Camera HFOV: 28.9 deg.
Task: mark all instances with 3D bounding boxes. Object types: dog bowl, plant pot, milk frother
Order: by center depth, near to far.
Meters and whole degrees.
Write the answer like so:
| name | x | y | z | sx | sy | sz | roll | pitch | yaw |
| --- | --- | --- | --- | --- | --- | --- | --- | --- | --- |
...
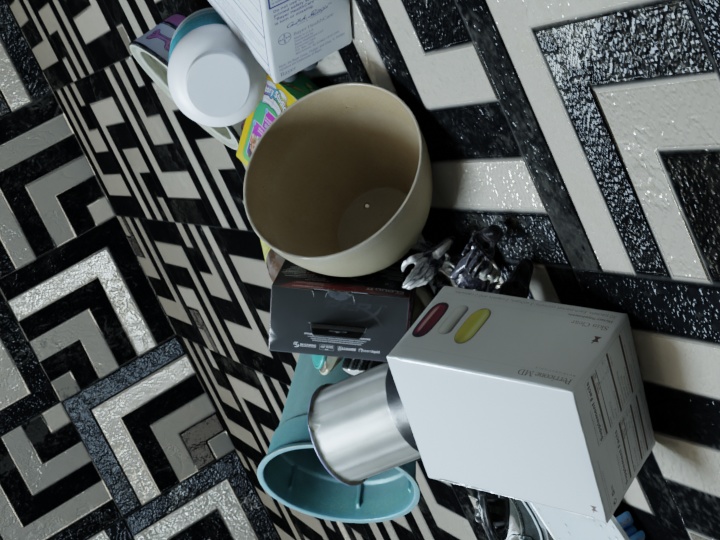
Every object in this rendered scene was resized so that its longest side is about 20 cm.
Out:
| name | x | y | z | sx | sy | sz | roll | pitch | yaw |
| --- | --- | --- | --- | --- | --- | --- | --- | --- | --- |
| plant pot | -0.006 | -0.074 | 1.459 | 0.201 | 0.200 | 0.135 | 49 | 180 | 35 |
| milk frother | 0.063 | 0.199 | 1.497 | 0.180 | 0.187 | 0.202 | 40 | -140 | -33 |
| plant pot | -0.012 | 0.178 | 1.725 | 0.201 | 0.197 | 0.198 | 85 | -167 | -55 |
| dog bowl | -0.210 | -0.255 | 1.851 | 0.200 | 0.074 | 0.200 | 41 | 171 | 8 |

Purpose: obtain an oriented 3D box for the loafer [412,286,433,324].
| name | x | y | z | sx | sy | sz | roll | pitch | yaw |
| --- | --- | --- | --- | --- | --- | --- | --- | --- | --- |
| loafer | 0.000 | 0.000 | 1.654 | 0.199 | 0.068 | 0.076 | 40 | 150 | 5 |

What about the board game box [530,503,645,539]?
| name | x | y | z | sx | sy | sz | roll | pitch | yaw |
| --- | --- | --- | --- | --- | --- | --- | --- | --- | --- |
| board game box | 0.223 | 0.237 | 1.535 | 0.201 | 0.026 | 0.200 | 56 | 163 | 16 |

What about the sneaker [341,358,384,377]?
| name | x | y | z | sx | sy | sz | roll | pitch | yaw |
| --- | --- | --- | --- | --- | --- | --- | --- | --- | --- |
| sneaker | 0.066 | 0.114 | 1.604 | 0.198 | 0.074 | 0.080 | -4 | 130 | 36 |

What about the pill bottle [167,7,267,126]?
| name | x | y | z | sx | sy | sz | roll | pitch | yaw |
| --- | --- | --- | --- | --- | --- | --- | --- | --- | --- |
| pill bottle | -0.160 | -0.225 | 1.559 | 0.200 | 0.110 | 0.112 | -108 | -5 | -71 |

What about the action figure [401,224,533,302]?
| name | x | y | z | sx | sy | sz | roll | pitch | yaw |
| --- | --- | --- | --- | --- | --- | --- | --- | --- | --- |
| action figure | 0.098 | 0.018 | 1.418 | 0.119 | 0.102 | 0.200 | 49 | 162 | -2 |

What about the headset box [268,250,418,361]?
| name | x | y | z | sx | sy | sz | roll | pitch | yaw |
| --- | --- | --- | --- | --- | --- | --- | --- | --- | --- |
| headset box | -0.016 | 0.034 | 1.507 | 0.200 | 0.146 | 0.076 | -74 | -12 | -73 |

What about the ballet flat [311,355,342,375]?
| name | x | y | z | sx | sy | sz | roll | pitch | yaw |
| --- | --- | --- | --- | --- | --- | --- | --- | --- | --- |
| ballet flat | -0.029 | 0.054 | 1.677 | 0.201 | 0.062 | 0.068 | -102 | 31 | -53 |

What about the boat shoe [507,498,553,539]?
| name | x | y | z | sx | sy | sz | roll | pitch | yaw |
| --- | --- | --- | --- | --- | --- | --- | --- | --- | --- |
| boat shoe | 0.194 | 0.329 | 1.693 | 0.072 | 0.070 | 0.202 | 36 | 150 | 54 |

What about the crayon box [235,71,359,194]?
| name | x | y | z | sx | sy | sz | roll | pitch | yaw |
| --- | --- | --- | --- | --- | --- | --- | --- | --- | --- |
| crayon box | -0.063 | -0.140 | 1.620 | 0.200 | 0.058 | 0.120 | 46 | 125 | 43 |

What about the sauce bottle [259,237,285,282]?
| name | x | y | z | sx | sy | sz | roll | pitch | yaw |
| --- | --- | --- | --- | --- | --- | --- | --- | --- | --- |
| sauce bottle | -0.087 | -0.017 | 1.706 | 0.201 | 0.064 | 0.065 | -105 | -2 | -55 |

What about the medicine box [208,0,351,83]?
| name | x | y | z | sx | sy | sz | roll | pitch | yaw |
| --- | --- | --- | --- | --- | --- | --- | --- | --- | --- |
| medicine box | -0.100 | -0.332 | 1.425 | 0.183 | 0.102 | 0.201 | 52 | 161 | 28 |

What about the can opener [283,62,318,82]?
| name | x | y | z | sx | sy | sz | roll | pitch | yaw |
| --- | --- | --- | --- | --- | --- | --- | --- | --- | --- |
| can opener | -0.110 | -0.315 | 1.607 | 0.202 | 0.053 | 0.067 | 61 | -164 | -3 |

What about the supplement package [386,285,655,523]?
| name | x | y | z | sx | sy | sz | roll | pitch | yaw |
| --- | --- | --- | --- | --- | --- | --- | --- | --- | --- |
| supplement package | 0.148 | 0.119 | 1.283 | 0.198 | 0.111 | 0.157 | 8 | 131 | 37 |
